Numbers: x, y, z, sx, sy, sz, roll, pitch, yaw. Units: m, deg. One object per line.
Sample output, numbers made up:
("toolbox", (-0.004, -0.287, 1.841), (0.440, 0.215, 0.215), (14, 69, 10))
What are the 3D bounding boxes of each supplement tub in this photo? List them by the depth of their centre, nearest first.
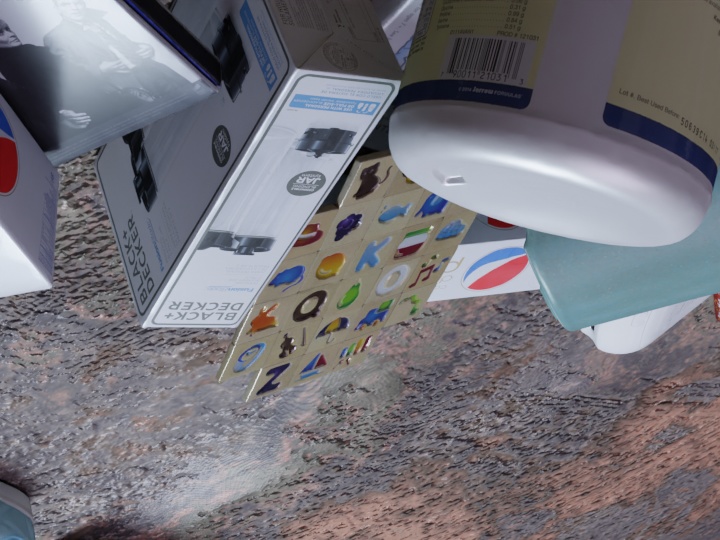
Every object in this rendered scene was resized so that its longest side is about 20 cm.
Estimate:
("supplement tub", (0.103, -0.125, 0.619), (0.144, 0.202, 0.145), (15, 173, 2))

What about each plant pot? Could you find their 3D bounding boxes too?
("plant pot", (0.180, -0.068, 0.778), (0.194, 0.202, 0.200), (-20, 152, 13))

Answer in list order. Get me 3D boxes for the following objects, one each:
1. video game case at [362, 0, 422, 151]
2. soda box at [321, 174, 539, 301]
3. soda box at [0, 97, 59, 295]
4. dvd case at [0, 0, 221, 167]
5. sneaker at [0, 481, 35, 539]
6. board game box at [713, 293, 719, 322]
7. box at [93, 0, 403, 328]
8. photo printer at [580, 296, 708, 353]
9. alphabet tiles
("video game case", (0.080, -0.133, 0.801), (0.181, 0.024, 0.200), (11, 137, -45))
("soda box", (0.050, -0.023, 0.923), (0.198, 0.064, 0.068), (-6, 148, -28))
("soda box", (-0.197, -0.063, 0.581), (0.067, 0.064, 0.200), (-10, 147, 10))
("dvd case", (-0.177, -0.110, 0.605), (0.149, 0.025, 0.200), (-20, 144, 23))
("sneaker", (-0.298, 0.190, 1.020), (0.074, 0.082, 0.200), (-31, 150, 15))
("board game box", (0.279, -0.023, 0.945), (0.103, 0.019, 0.200), (-43, 158, 0))
("box", (-0.065, -0.072, 0.709), (0.060, 0.117, 0.200), (0, 145, -33))
("photo printer", (0.231, -0.035, 0.962), (0.199, 0.069, 0.167), (-34, 156, -23))
("alphabet tiles", (0.000, 0.000, 0.818), (0.165, 0.006, 0.201), (-17, 146, -40))
